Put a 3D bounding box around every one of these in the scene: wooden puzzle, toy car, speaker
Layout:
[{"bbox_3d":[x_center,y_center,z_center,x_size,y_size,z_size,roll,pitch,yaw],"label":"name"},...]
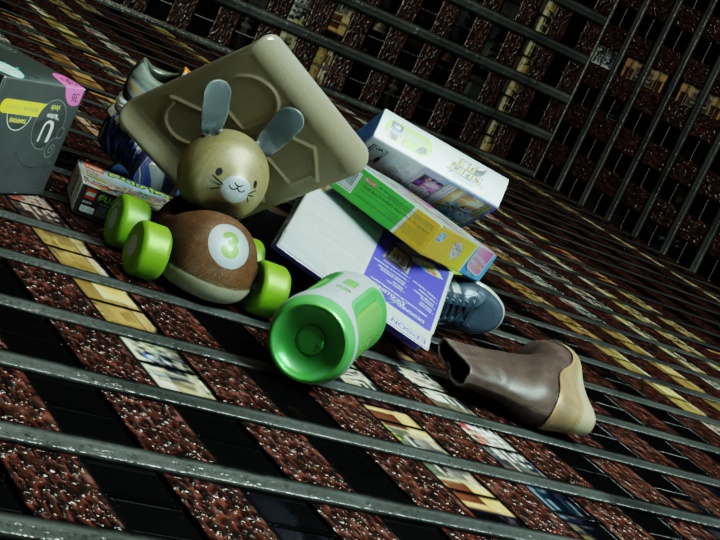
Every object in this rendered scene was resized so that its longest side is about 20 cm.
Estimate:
[{"bbox_3d":[-0.118,-0.145,1.533,0.185,0.199,0.046,49,32,-33],"label":"wooden puzzle"},{"bbox_3d":[-0.134,-0.080,1.474,0.164,0.201,0.158,19,12,-29],"label":"toy car"},{"bbox_3d":[-0.028,0.051,1.395,0.088,0.089,0.200,26,11,6],"label":"speaker"}]

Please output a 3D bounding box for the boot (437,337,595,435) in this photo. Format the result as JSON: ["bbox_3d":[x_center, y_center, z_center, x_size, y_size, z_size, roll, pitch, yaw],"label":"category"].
[{"bbox_3d":[0.160,0.101,1.615,0.166,0.073,0.200,24,14,-17],"label":"boot"}]

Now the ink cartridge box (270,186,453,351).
[{"bbox_3d":[0.000,0.000,1.629,0.198,0.043,0.200,35,26,-5],"label":"ink cartridge box"}]

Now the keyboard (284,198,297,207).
[{"bbox_3d":[-0.017,-0.075,1.783,0.199,0.040,0.104,24,12,-16],"label":"keyboard"}]

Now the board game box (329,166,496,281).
[{"bbox_3d":[0.062,-0.059,1.730,0.153,0.040,0.200,38,7,24],"label":"board game box"}]

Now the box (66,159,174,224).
[{"bbox_3d":[-0.219,-0.058,1.622,0.199,0.035,0.110,21,11,-20],"label":"box"}]

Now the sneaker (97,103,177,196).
[{"bbox_3d":[-0.263,-0.138,1.767,0.115,0.081,0.200,17,25,-2],"label":"sneaker"}]

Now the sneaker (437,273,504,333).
[{"bbox_3d":[0.082,0.039,1.768,0.199,0.075,0.085,17,19,-13],"label":"sneaker"}]

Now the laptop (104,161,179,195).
[{"bbox_3d":[-0.210,-0.145,1.876,0.176,0.201,0.103,25,-26,-4],"label":"laptop"}]

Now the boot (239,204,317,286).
[{"bbox_3d":[-0.075,-0.047,1.786,0.188,0.069,0.200,23,14,20],"label":"boot"}]

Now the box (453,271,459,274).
[{"bbox_3d":[0.049,-0.033,1.977,0.199,0.048,0.122,23,-3,34],"label":"box"}]

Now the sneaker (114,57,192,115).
[{"bbox_3d":[-0.183,-0.189,1.743,0.199,0.080,0.074,17,22,-14],"label":"sneaker"}]

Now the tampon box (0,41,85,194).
[{"bbox_3d":[-0.412,-0.176,1.502,0.199,0.127,0.150,29,12,17],"label":"tampon box"}]

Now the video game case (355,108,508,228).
[{"bbox_3d":[0.064,-0.115,1.873,0.181,0.046,0.200,29,-20,-13],"label":"video game case"}]
